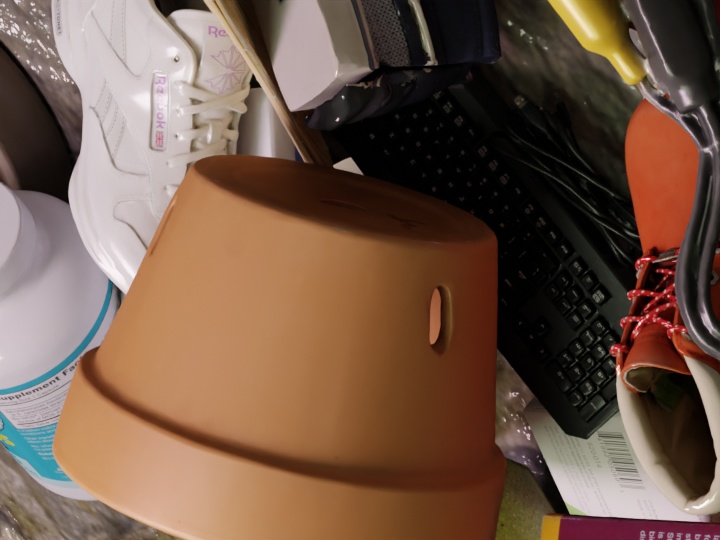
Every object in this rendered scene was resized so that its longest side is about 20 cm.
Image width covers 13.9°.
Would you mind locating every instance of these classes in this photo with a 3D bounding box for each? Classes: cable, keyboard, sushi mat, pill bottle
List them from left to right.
[{"bbox_3d":[-0.167,0.031,1.539,0.111,0.111,0.200,21,159,31],"label":"pill bottle"},{"bbox_3d":[-0.052,-0.114,1.308,0.200,0.012,0.096,57,-167,-58],"label":"sushi mat"},{"bbox_3d":[0.064,-0.027,1.314,0.104,0.040,0.200,-45,76,26],"label":"keyboard"},{"bbox_3d":[0.140,-0.066,1.182,0.050,0.097,0.200,161,89,-80],"label":"cable"}]

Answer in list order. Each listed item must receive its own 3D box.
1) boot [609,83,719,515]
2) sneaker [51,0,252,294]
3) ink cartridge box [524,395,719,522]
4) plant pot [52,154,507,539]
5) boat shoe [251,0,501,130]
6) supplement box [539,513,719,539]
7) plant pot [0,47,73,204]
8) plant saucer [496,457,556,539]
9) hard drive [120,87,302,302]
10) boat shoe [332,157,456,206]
[{"bbox_3d":[0.141,0.009,1.217,0.075,0.107,0.200,-31,69,41],"label":"boot"},{"bbox_3d":[-0.091,-0.070,1.395,0.100,0.075,0.200,-22,77,44],"label":"sneaker"},{"bbox_3d":[0.184,0.092,1.330,0.200,0.067,0.117,1,125,45],"label":"ink cartridge box"},{"bbox_3d":[-0.023,0.034,1.290,0.200,0.200,0.140,20,103,31],"label":"plant pot"},{"bbox_3d":[-0.006,-0.160,1.286,0.075,0.093,0.200,-30,73,58],"label":"boat shoe"},{"bbox_3d":[0.179,0.151,1.219,0.200,0.110,0.086,-2,80,47],"label":"supplement box"},{"bbox_3d":[-0.282,-0.031,1.593,0.200,0.174,0.200,28,142,25],"label":"plant pot"},{"bbox_3d":[0.108,0.187,1.426,0.200,0.048,0.200,59,180,37],"label":"plant saucer"},{"bbox_3d":[-0.073,0.015,1.458,0.132,0.025,0.200,-3,90,51],"label":"hard drive"},{"bbox_3d":[-0.001,-0.003,1.435,0.201,0.063,0.074,-39,61,46],"label":"boat shoe"}]
